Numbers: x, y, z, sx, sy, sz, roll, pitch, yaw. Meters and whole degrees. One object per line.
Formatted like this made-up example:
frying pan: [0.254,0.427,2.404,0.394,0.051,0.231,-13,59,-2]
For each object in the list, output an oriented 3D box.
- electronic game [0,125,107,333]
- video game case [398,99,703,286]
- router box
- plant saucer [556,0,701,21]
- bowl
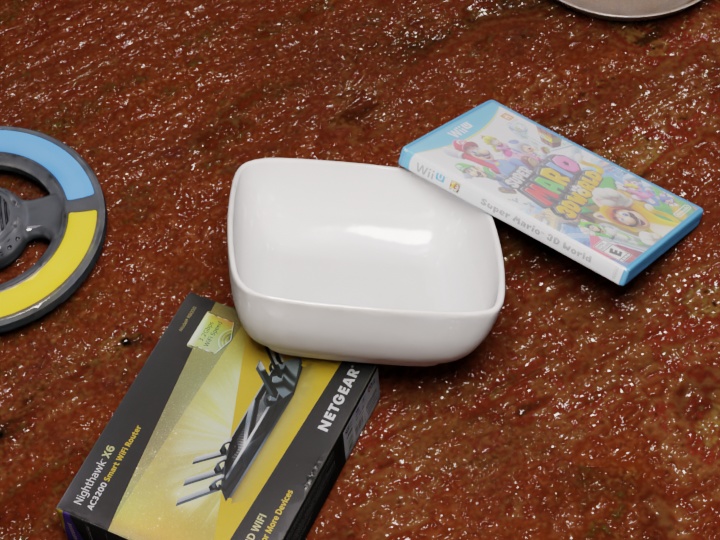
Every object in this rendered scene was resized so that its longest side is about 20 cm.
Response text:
electronic game: [-0.299,-0.033,1.406,0.200,0.042,0.200,-2,56,2]
video game case: [0.148,-0.064,1.377,0.200,0.018,0.143,30,34,21]
router box: [-0.097,0.128,1.277,0.157,0.052,0.200,19,59,16]
plant saucer: [0.229,-0.285,1.555,0.200,0.032,0.200,-2,55,3]
bowl: [0.000,0.000,1.312,0.200,0.075,0.200,4,34,-6]
